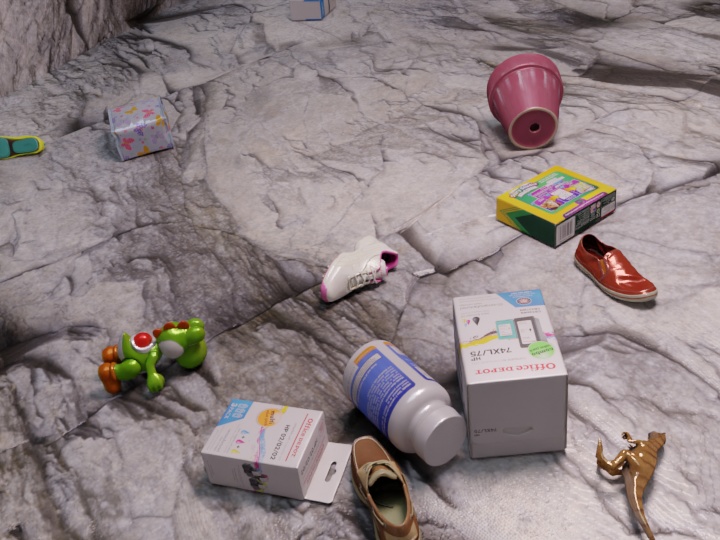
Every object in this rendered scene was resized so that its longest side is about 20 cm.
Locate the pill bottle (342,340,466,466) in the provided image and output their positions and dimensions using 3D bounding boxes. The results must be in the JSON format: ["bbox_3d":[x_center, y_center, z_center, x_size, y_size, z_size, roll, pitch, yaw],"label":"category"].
[{"bbox_3d":[0.067,0.200,1.122,0.110,0.115,0.199,-24,37,-24],"label":"pill bottle"}]

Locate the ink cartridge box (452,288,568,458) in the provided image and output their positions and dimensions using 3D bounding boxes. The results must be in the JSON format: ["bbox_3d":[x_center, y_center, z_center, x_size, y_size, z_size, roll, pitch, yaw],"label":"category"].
[{"bbox_3d":[0.221,0.152,1.126,0.142,0.149,0.202,-6,34,4],"label":"ink cartridge box"}]

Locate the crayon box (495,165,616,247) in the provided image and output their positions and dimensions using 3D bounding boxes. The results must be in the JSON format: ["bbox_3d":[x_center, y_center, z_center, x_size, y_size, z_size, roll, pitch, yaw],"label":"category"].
[{"bbox_3d":[0.418,-0.143,1.602,0.197,0.060,0.171,-27,37,-26],"label":"crayon box"}]

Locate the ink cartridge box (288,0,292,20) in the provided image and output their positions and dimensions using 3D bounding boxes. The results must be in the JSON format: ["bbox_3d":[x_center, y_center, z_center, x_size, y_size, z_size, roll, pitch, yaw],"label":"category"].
[{"bbox_3d":[-0.201,-1.140,3.192,0.142,0.086,0.201,5,35,19],"label":"ink cartridge box"}]

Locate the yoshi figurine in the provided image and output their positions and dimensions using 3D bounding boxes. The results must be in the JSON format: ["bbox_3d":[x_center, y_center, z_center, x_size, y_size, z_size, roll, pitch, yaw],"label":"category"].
[{"bbox_3d":[-0.354,0.154,1.325,0.195,0.115,0.112,-22,-8,5],"label":"yoshi figurine"}]

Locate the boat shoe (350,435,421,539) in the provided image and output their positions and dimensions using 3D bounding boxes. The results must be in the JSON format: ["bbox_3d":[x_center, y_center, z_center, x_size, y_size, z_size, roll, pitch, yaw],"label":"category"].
[{"bbox_3d":[0.034,0.295,1.021,0.074,0.076,0.201,-15,34,-12],"label":"boat shoe"}]

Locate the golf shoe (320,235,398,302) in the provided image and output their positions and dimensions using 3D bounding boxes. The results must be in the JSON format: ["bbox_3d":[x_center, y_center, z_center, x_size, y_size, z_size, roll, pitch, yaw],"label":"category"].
[{"bbox_3d":[0.000,0.000,1.471,0.090,0.077,0.200,19,43,30],"label":"golf shoe"}]

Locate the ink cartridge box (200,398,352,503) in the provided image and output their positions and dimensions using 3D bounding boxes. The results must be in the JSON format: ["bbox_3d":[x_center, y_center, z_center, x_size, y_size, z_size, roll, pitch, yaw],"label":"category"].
[{"bbox_3d":[-0.120,0.264,1.107,0.194,0.069,0.116,4,35,18],"label":"ink cartridge box"}]

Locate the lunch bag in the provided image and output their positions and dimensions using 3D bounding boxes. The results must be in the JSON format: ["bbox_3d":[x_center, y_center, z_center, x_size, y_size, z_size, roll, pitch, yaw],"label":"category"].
[{"bbox_3d":[-0.647,-0.429,2.203,0.165,0.129,0.202,-18,44,-11],"label":"lunch bag"}]

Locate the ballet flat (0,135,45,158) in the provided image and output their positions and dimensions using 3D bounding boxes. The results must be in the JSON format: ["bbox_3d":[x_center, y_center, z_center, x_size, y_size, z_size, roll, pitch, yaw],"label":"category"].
[{"bbox_3d":[-1.058,-0.379,2.284,0.194,0.069,0.067,-2,12,4],"label":"ballet flat"}]

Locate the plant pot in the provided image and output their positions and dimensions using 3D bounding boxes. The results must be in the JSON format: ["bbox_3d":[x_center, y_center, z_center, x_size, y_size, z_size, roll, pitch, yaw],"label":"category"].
[{"bbox_3d":[0.427,-0.418,1.905,0.194,0.203,0.182,-4,48,5],"label":"plant pot"}]

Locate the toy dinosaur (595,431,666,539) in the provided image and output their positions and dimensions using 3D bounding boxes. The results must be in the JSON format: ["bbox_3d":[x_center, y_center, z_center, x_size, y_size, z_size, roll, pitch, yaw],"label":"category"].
[{"bbox_3d":[0.367,0.269,1.001,0.104,0.062,0.201,12,39,25],"label":"toy dinosaur"}]

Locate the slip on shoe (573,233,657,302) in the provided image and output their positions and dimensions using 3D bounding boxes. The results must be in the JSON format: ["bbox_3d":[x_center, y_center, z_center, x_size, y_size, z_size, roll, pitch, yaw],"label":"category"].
[{"bbox_3d":[0.469,-0.004,1.383,0.072,0.063,0.200,-17,36,-17],"label":"slip on shoe"}]
